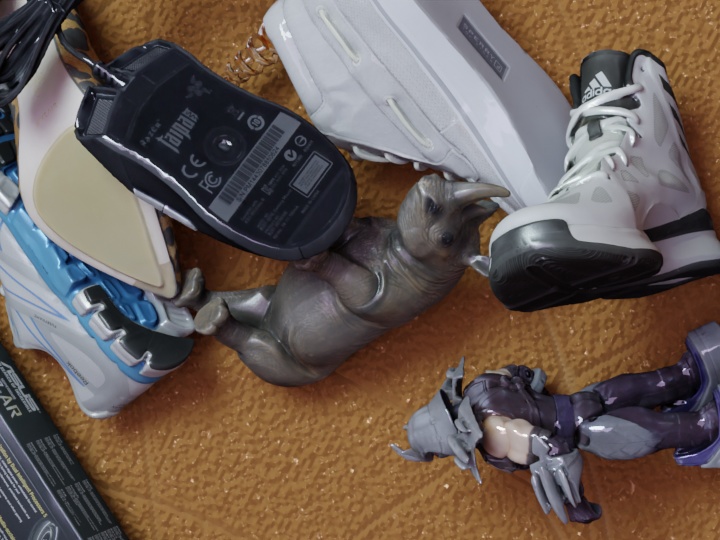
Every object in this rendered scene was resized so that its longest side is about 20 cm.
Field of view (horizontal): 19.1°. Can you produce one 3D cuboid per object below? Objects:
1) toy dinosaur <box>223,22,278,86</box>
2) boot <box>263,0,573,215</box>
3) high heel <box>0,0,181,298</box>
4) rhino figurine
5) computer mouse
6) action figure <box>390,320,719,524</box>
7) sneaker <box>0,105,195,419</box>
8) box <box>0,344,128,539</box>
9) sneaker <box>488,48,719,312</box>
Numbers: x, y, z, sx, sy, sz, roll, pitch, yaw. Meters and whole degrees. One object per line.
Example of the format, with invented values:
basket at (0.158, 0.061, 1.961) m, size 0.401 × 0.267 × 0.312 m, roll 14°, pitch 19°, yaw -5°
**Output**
toy dinosaur at (-0.016, -0.192, 1.092) m, size 0.135 × 0.102 × 0.201 m, roll 29°, pitch 75°, yaw -4°
boot at (0.039, -0.076, 1.079) m, size 0.095 × 0.074 × 0.200 m, roll -28°, pitch 106°, yaw 35°
high heel at (-0.142, -0.086, 1.121) m, size 0.071 × 0.143 × 0.200 m, roll -32°, pitch 103°, yaw 21°
rhino figurine at (0.000, 0.000, 1.064) m, size 0.200 × 0.087 × 0.060 m, roll -30°, pitch 42°, yaw 36°
computer mouse at (-0.080, -0.090, 1.045) m, size 0.199 × 0.046 × 0.141 m, roll 28°, pitch 66°, yaw 4°
action figure at (0.113, 0.075, 1.039) m, size 0.199 × 0.130 × 0.070 m, roll -6°, pitch 118°, yaw 0°
sneaker at (-0.174, -0.006, 1.139) m, size 0.087 × 0.075 × 0.200 m, roll -48°, pitch 67°, yaw 36°
box at (-0.228, 0.130, 1.143) m, size 0.160 × 0.044 × 0.200 m, roll -38°, pitch 81°, yaw 19°
sneaker at (0.104, -0.046, 1.008) m, size 0.075 × 0.200 × 0.116 m, roll -20°, pitch 81°, yaw 28°
